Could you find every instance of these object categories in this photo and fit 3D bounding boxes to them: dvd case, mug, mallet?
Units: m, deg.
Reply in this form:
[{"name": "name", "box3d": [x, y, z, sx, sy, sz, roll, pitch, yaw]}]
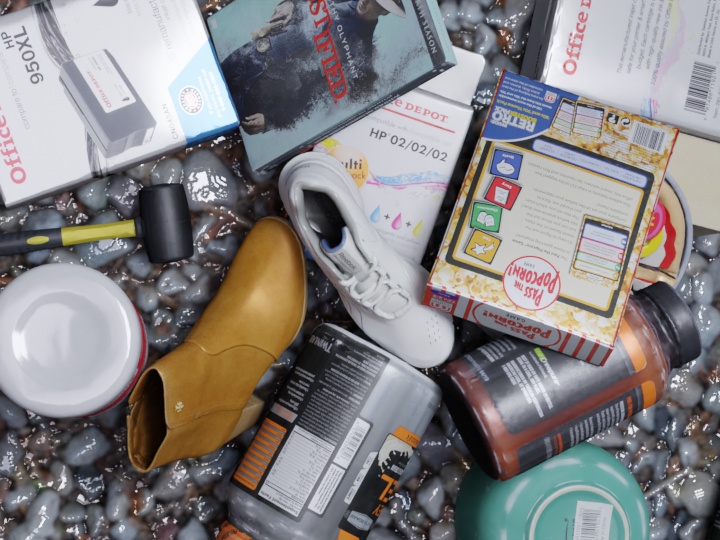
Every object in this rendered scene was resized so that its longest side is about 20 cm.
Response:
[{"name": "dvd case", "box3d": [-0.027, -0.183, 1.334, 0.200, 0.022, 0.146, -26, 72, 29]}, {"name": "mug", "box3d": [0.156, 0.204, 1.415, 0.152, 0.114, 0.185, -41, 99, -8]}, {"name": "mallet", "box3d": [-0.236, -0.038, 1.371, 0.200, 0.041, 0.066, -1, 92, -8]}]

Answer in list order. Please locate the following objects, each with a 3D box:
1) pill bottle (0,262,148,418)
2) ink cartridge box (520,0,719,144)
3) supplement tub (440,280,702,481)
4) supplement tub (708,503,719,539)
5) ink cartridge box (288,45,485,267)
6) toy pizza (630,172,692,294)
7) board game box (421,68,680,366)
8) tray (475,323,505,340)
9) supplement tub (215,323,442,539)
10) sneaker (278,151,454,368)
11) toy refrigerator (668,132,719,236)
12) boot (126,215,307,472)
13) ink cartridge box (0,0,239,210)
[{"name": "pill bottle", "box3d": [-0.220, 0.057, 1.284, 0.112, 0.200, 0.112, 0, 85, -5]}, {"name": "ink cartridge box", "box3d": [0.249, -0.197, 1.444, 0.200, 0.084, 0.145, 13, 87, -12]}, {"name": "supplement tub", "box3d": [0.172, 0.082, 1.351, 0.200, 0.107, 0.107, -25, 96, -9]}, {"name": "supplement tub", "box3d": [0.382, 0.186, 1.459, 0.122, 0.123, 0.200, 18, 88, -12]}, {"name": "ink cartridge box", "box3d": [0.021, -0.097, 1.377, 0.115, 0.068, 0.200, 19, 99, 0]}, {"name": "toy pizza", "box3d": [0.183, -0.015, 1.414, 0.200, 0.032, 0.200, -2, 121, -4]}, {"name": "board game box", "box3d": [0.150, -0.043, 1.316, 0.151, 0.046, 0.200, 20, 68, 4]}, {"name": "tray", "box3d": [0.174, 0.050, 1.419, 0.107, 0.022, 0.200, -40, 116, 17]}, {"name": "supplement tub", "box3d": [-0.029, 0.155, 1.372, 0.122, 0.123, 0.200, 30, 86, -11]}, {"name": "sneaker", "box3d": [0.000, 0.000, 1.316, 0.074, 0.087, 0.200, -39, 97, 10]}, {"name": "toy refrigerator", "box3d": [0.218, -0.089, 1.449, 0.200, 0.070, 0.076, 13, 85, -14]}, {"name": "boot", "box3d": [-0.115, 0.060, 1.325, 0.071, 0.144, 0.202, 23, 108, 26]}, {"name": "ink cartridge box", "box3d": [-0.216, -0.147, 1.346, 0.200, 0.084, 0.145, -21, 95, -10]}]
